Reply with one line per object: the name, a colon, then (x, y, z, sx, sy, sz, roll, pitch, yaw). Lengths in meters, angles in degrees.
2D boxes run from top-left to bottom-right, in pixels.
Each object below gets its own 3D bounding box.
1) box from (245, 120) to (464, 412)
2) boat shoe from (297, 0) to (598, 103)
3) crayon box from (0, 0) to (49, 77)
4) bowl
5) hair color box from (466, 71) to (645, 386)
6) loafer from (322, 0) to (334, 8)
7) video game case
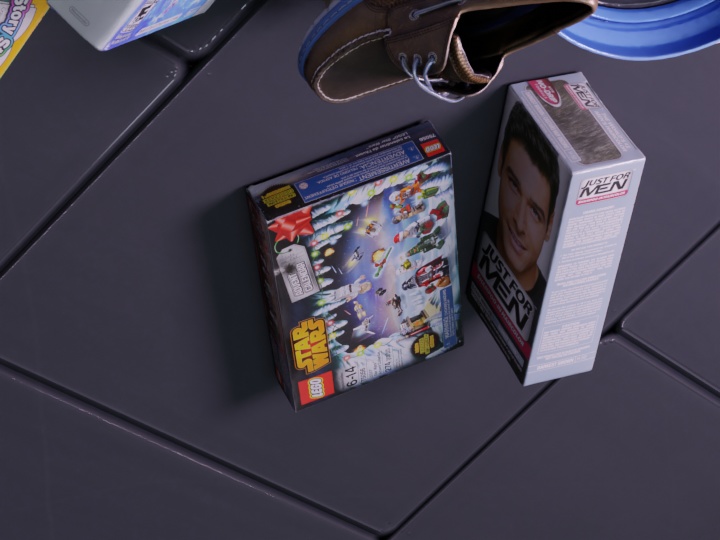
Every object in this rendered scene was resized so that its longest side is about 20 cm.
box: (0.000, 0.000, 1.707, 0.137, 0.040, 0.200, -21, 139, -12)
boat shoe: (0.049, -0.141, 1.434, 0.200, 0.073, 0.072, -27, 145, 27)
crayon box: (-0.272, -0.121, 1.395, 0.119, 0.058, 0.200, 18, 119, -43)
bowl: (0.187, -0.217, 1.479, 0.200, 0.039, 0.201, -10, 134, -11)
hair color box: (0.133, -0.027, 1.718, 0.060, 0.099, 0.200, -11, 136, -22)
loafer: (0.010, -0.221, 1.452, 0.076, 0.068, 0.200, -30, 154, -39)
video game case: (-0.071, -0.210, 1.355, 0.181, 0.045, 0.200, -48, 179, 18)
